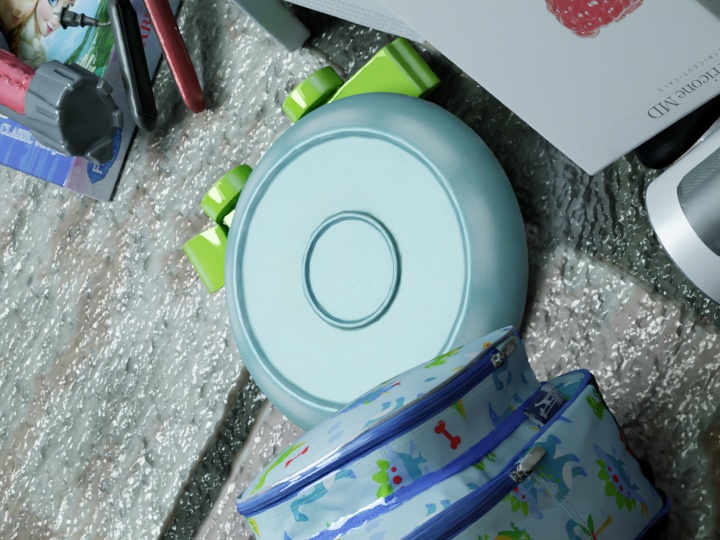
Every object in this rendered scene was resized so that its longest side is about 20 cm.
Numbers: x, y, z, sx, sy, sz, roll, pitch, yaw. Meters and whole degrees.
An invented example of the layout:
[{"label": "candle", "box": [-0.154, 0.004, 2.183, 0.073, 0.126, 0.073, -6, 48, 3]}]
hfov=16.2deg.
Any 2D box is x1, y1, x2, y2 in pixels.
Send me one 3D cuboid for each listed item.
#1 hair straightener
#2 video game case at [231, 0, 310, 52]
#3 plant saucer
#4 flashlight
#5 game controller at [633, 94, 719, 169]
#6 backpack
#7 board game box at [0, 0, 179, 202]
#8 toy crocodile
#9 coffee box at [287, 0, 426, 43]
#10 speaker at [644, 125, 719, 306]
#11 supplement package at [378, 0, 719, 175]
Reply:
[{"label": "hair straightener", "box": [-0.167, -0.181, 1.605, 0.077, 0.041, 0.201, -21, 90, 13]}, {"label": "video game case", "box": [-0.115, -0.213, 1.474, 0.022, 0.200, 0.182, -45, 78, 3]}, {"label": "plant saucer", "box": [0.000, 0.000, 1.400, 0.200, 0.027, 0.201, -2, 86, 32]}, {"label": "flashlight", "box": [-0.229, -0.130, 1.643, 0.200, 0.068, 0.068, 26, 100, 49]}, {"label": "game controller", "box": [0.199, -0.135, 1.245, 0.200, 0.042, 0.104, -49, 24, 12]}, {"label": "backpack", "box": [0.026, 0.132, 1.211, 0.183, 0.200, 0.147, -31, 96, 35]}, {"label": "board game box", "box": [-0.207, -0.164, 1.712, 0.200, 0.041, 0.200, 18, 89, 48]}, {"label": "toy crocodile", "box": [-0.030, -0.057, 1.478, 0.068, 0.062, 0.200, 46, 111, 9]}, {"label": "coffee box", "box": [-0.012, -0.278, 1.334, 0.198, 0.199, 0.200, 121, 162, -49]}, {"label": "speaker", "box": [0.232, -0.069, 1.189, 0.200, 0.081, 0.081, -40, 50, 28]}, {"label": "supplement package", "box": [0.088, -0.165, 1.189, 0.121, 0.200, 0.120, -34, 30, 38]}]
